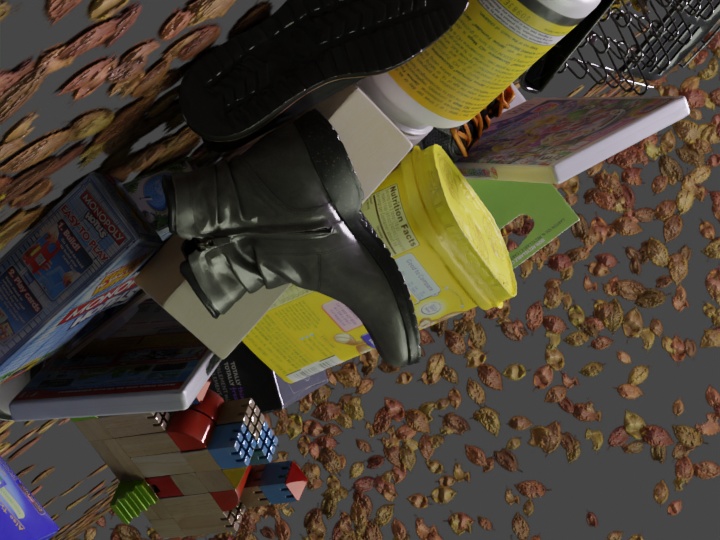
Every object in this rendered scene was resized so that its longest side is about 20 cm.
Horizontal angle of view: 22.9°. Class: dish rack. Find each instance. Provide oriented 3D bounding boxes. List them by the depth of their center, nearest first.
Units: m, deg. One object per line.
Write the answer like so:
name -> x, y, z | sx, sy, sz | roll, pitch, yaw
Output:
dish rack -> 0.219, -0.198, 1.377 | 0.200, 0.055, 0.153 | 7, 134, -41

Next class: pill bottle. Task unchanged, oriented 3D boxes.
pill bottle -> 0.072, -0.177, 1.297 | 0.200, 0.112, 0.112 | -41, 173, 33

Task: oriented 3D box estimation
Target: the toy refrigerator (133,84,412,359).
toy refrigerator -> -0.060, -0.038, 1.240 | 0.200, 0.070, 0.076 | -49, -154, -5

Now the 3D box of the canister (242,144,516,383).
canister -> 0.000, 0.000, 1.371 | 0.200, 0.087, 0.149 | -23, 140, 15

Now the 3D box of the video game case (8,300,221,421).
video game case -> -0.175, 0.066, 1.408 | 0.143, 0.017, 0.200 | -5, -161, 15

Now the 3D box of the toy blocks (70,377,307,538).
toy blocks -> -0.133, 0.145, 1.439 | 0.137, 0.200, 0.100 | -10, -141, 27

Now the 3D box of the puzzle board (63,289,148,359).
puzzle board -> -0.146, -0.017, 1.417 | 0.200, 0.017, 0.151 | -37, -163, 26

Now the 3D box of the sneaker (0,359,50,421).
sneaker -> -0.227, 0.081, 1.502 | 0.200, 0.074, 0.079 | -12, -176, -23

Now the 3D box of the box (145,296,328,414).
box -> -0.149, 0.077, 1.631 | 0.200, 0.122, 0.106 | -13, -175, 25

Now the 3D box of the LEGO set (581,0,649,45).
LEGO set -> 0.214, -0.268, 1.403 | 0.200, 0.116, 0.154 | -36, 174, -14

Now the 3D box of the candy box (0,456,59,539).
candy box -> -0.328, 0.161, 1.286 | 0.077, 0.169, 0.200 | -42, 173, 8

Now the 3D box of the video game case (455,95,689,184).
video game case -> 0.150, -0.108, 1.443 | 0.143, 0.018, 0.200 | -28, -162, -26

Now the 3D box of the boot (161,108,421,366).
boot -> -0.048, -0.001, 1.187 | 0.131, 0.200, 0.068 | -27, -157, -4

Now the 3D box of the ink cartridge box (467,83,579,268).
ink cartridge box -> 0.106, -0.099, 1.690 | 0.148, 0.200, 0.076 | -36, 174, -17

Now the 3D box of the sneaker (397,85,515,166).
sneaker -> 0.083, -0.140, 1.421 | 0.078, 0.077, 0.200 | 56, 51, -62

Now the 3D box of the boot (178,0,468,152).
boot -> -0.030, -0.145, 1.200 | 0.200, 0.078, 0.138 | -23, 177, -5

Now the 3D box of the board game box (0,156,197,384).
board game box -> -0.194, -0.008, 1.292 | 0.200, 0.062, 0.200 | -41, 173, 39
